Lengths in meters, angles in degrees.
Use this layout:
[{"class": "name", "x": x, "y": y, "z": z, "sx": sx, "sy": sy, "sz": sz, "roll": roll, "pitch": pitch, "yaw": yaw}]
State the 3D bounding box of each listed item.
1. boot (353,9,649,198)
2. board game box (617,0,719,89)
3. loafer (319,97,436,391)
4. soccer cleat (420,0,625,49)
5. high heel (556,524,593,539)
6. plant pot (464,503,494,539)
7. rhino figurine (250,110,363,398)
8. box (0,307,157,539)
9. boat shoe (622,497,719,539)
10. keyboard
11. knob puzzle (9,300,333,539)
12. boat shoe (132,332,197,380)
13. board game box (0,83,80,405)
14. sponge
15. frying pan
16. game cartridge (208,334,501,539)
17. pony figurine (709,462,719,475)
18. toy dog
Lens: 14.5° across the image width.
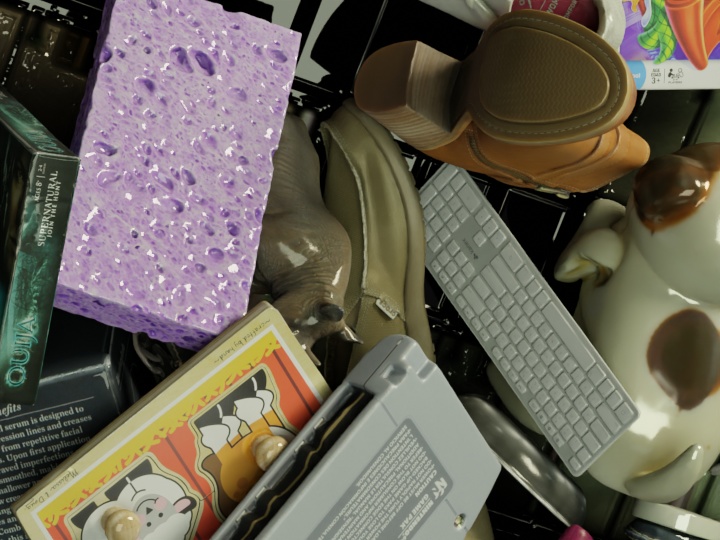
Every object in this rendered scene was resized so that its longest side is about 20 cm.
[{"class": "boot", "x": 0.113, "y": -0.084, "z": 1.577, "sx": 0.155, "sy": 0.200, "sz": 0.074, "roll": 24, "pitch": 80, "yaw": -41}, {"class": "board game box", "x": 0.237, "y": -0.176, "z": 1.664, "sx": 0.200, "sy": 0.045, "sz": 0.135, "roll": -2, "pitch": 105, "yaw": -11}, {"class": "loafer", "x": 0.000, "y": 0.000, "z": 1.646, "sx": 0.067, "sy": 0.076, "sz": 0.200, "roll": -14, "pitch": 107, "yaw": -14}, {"class": "soccer cleat", "x": 0.059, "y": -0.176, "z": 1.589, "sx": 0.200, "sy": 0.086, "sz": 0.070, "roll": 25, "pitch": 100, "yaw": -1}, {"class": "high heel", "x": 0.147, "y": 0.194, "z": 1.681, "sx": 0.067, "sy": 0.200, "sz": 0.096, "roll": 23, "pitch": 97, "yaw": 18}, {"class": "plant pot", "x": 0.009, "y": 0.193, "z": 1.660, "sx": 0.187, "sy": 0.187, "sz": 0.200, "roll": 2, "pitch": 92, "yaw": -12}, {"class": "rhino figurine", "x": -0.051, "y": -0.013, "z": 1.591, "sx": 0.087, "sy": 0.200, "sz": 0.060, "roll": -20, "pitch": 148, "yaw": 0}, {"class": "box", "x": -0.160, "y": 0.130, "z": 1.601, "sx": 0.107, "sy": 0.148, "sz": 0.200, "roll": -14, "pitch": 107, "yaw": 4}, {"class": "boat shoe", "x": 0.214, "y": 0.185, "z": 1.701, "sx": 0.200, "sy": 0.075, "sz": 0.062, "roll": 27, "pitch": 83, "yaw": -59}, {"class": "keyboard", "x": 0.088, "y": 0.024, "z": 1.627, "sx": 0.011, "sy": 0.200, "sz": 0.056, "roll": 0, "pitch": 138, "yaw": -50}, {"class": "knob puzzle", "x": -0.066, "y": 0.147, "z": 1.523, "sx": 0.219, "sy": 0.030, "sz": 0.220, "roll": -10, "pitch": 111, "yaw": -27}, {"class": "boat shoe", "x": -0.094, "y": 0.063, "z": 1.612, "sx": 0.057, "sy": 0.067, "sz": 0.200, "roll": -35, "pitch": 140, "yaw": -1}, {"class": "board game box", "x": -0.200, "y": -0.023, "z": 1.532, "sx": 0.028, "sy": 0.200, "sz": 0.135, "roll": 6, "pitch": 103, "yaw": -23}, {"class": "sponge", "x": -0.103, "y": -0.058, "z": 1.544, "sx": 0.111, "sy": 0.030, "sz": 0.200, "roll": 19, "pitch": 60, "yaw": -17}, {"class": "frying pan", "x": 0.115, "y": 0.133, "z": 1.669, "sx": 0.031, "sy": 0.115, "sz": 0.190, "roll": -47, "pitch": 119, "yaw": 0}, {"class": "game cartridge", "x": -0.010, "y": 0.147, "z": 1.528, "sx": 0.200, "sy": 0.040, "sz": 0.133, "roll": -49, "pitch": 131, "yaw": -18}, {"class": "pony figurine", "x": 0.311, "y": 0.065, "z": 1.705, "sx": 0.193, "sy": 0.167, "sz": 0.200, "roll": 10, "pitch": 109, "yaw": 19}, {"class": "toy dog", "x": 0.175, "y": 0.018, "z": 1.632, "sx": 0.139, "sy": 0.194, "sz": 0.200, "roll": 21, "pitch": 108, "yaw": -7}]
